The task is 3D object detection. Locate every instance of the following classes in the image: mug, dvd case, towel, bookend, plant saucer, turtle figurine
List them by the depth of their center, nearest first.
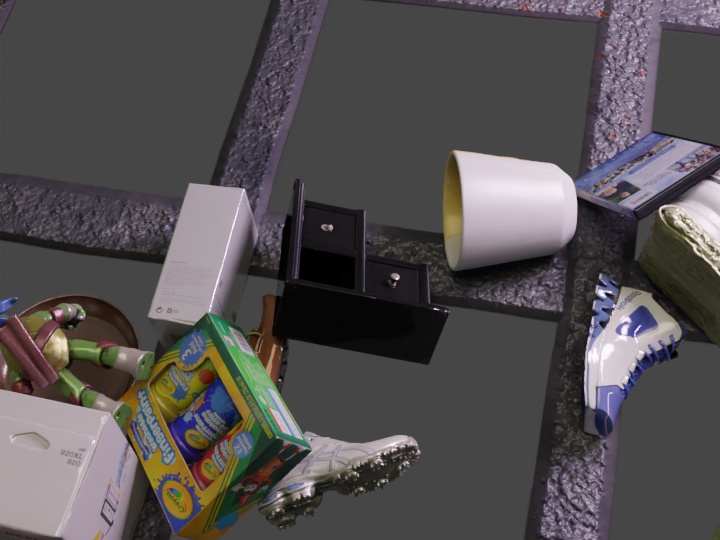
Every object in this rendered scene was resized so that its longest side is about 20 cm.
[{"bbox_3d":[0.414,0.021,1.363,0.036,0.149,0.200,-37,69,-15],"label":"towel"},{"bbox_3d":[-0.345,0.117,1.366,0.193,0.201,0.144,21,39,12],"label":"turtle figurine"},{"bbox_3d":[0.000,0.000,1.436,0.198,0.093,0.200,12,40,-8],"label":"bookend"},{"bbox_3d":[-0.370,0.124,1.453,0.198,0.035,0.202,-2,58,4],"label":"plant saucer"},{"bbox_3d":[0.361,-0.123,1.454,0.142,0.018,0.200,-32,18,-5],"label":"dvd case"},{"bbox_3d":[0.188,-0.093,1.470,0.152,0.150,0.188,-1,65,-4],"label":"mug"}]

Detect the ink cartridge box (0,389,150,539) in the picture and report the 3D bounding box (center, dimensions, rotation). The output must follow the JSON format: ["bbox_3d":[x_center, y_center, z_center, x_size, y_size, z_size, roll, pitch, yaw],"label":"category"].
[{"bbox_3d":[-0.341,0.246,1.279,0.146,0.200,0.146,9,60,11],"label":"ink cartridge box"}]

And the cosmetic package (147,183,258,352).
[{"bbox_3d":[-0.195,0.003,1.465,0.080,0.113,0.201,8,62,11],"label":"cosmetic package"}]

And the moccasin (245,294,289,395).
[{"bbox_3d":[-0.130,0.123,1.413,0.077,0.074,0.203,8,69,1],"label":"moccasin"}]

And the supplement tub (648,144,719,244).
[{"bbox_3d":[0.469,-0.083,1.433,0.200,0.141,0.140,-41,63,-18],"label":"supplement tub"}]

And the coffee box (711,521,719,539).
[{"bbox_3d":[0.472,0.331,1.148,0.196,0.200,0.201,-2,59,6],"label":"coffee box"}]

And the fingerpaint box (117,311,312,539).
[{"bbox_3d":[-0.174,0.178,1.327,0.167,0.073,0.200,-43,53,12],"label":"fingerpaint box"}]

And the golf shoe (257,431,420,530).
[{"bbox_3d":[-0.033,0.217,1.343,0.199,0.079,0.098,-19,53,-7],"label":"golf shoe"}]

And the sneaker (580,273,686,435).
[{"bbox_3d":[0.326,0.096,1.374,0.114,0.081,0.201,8,58,13],"label":"sneaker"}]
